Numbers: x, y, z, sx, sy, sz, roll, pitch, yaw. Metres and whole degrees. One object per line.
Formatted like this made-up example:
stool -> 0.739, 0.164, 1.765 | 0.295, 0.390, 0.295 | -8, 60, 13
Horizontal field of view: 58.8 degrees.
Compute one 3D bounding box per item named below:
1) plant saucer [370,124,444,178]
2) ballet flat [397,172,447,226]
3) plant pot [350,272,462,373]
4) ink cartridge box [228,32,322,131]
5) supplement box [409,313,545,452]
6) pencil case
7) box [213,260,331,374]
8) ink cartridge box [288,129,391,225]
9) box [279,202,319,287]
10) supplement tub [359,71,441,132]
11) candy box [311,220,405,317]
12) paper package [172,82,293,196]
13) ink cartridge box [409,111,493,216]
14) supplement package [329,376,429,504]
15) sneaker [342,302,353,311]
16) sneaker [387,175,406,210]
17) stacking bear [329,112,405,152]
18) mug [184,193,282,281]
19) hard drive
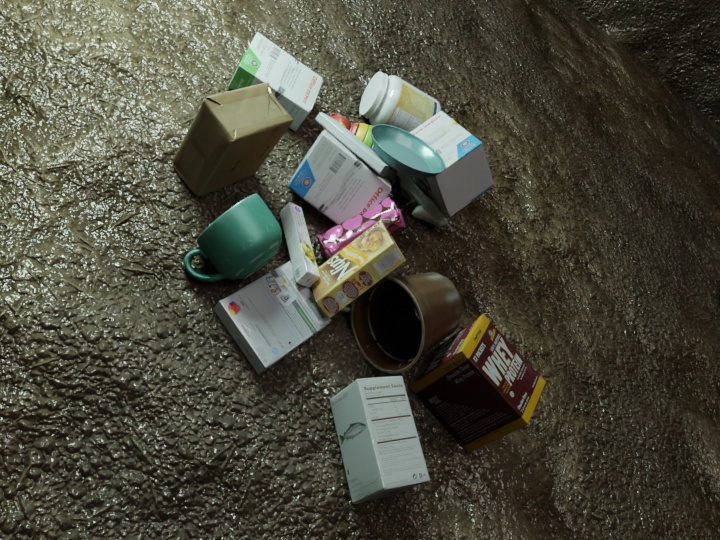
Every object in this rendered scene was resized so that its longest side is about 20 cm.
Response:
plant saucer -> 0.105, -0.273, 1.499 | 0.195, 0.036, 0.202 | 21, 32, -13
ballet flat -> 0.143, -0.181, 1.675 | 0.201, 0.072, 0.072 | 49, 46, 3
plant pot -> 0.111, 0.094, 1.388 | 0.196, 0.200, 0.204 | -15, 71, -49
ink cartridge box -> -0.205, -0.460, 1.568 | 0.197, 0.084, 0.149 | 31, 48, -17
supplement box -> 0.250, 0.246, 1.378 | 0.200, 0.197, 0.133 | 46, 45, -1
pencil case -> 0.002, -0.085, 1.409 | 0.092, 0.196, 0.094 | 60, 1, -26
box -> -0.171, 0.089, 1.273 | 0.157, 0.041, 0.199 | 53, 44, 4
ink cartridge box -> -0.047, -0.200, 1.467 | 0.198, 0.148, 0.086 | 35, 14, -14
box -> -0.131, -0.057, 1.364 | 0.038, 0.041, 0.204 | 23, 37, -42
supplement tub -> 0.108, -0.439, 1.747 | 0.196, 0.144, 0.148 | 23, 50, -22
candy box -> -0.011, -0.005, 1.323 | 0.056, 0.198, 0.116 | 51, 6, -29
paper package -> -0.265, -0.271, 1.323 | 0.104, 0.200, 0.189 | 52, 45, 5
ink cartridge box -> 0.219, -0.278, 1.642 | 0.201, 0.145, 0.147 | 54, -4, 46
supplement package -> 0.033, 0.321, 1.224 | 0.115, 0.117, 0.205 | 2, 61, -35
sneaker -> 0.000, 0.000, 1.426 | 0.075, 0.087, 0.203 | 37, 48, -13
sneaker -> 0.040, -0.206, 1.566 | 0.198, 0.115, 0.081 | 38, 45, -10
stacking bear -> -0.001, -0.324, 1.620 | 0.196, 0.124, 0.114 | 26, 7, -8
mug -> -0.238, -0.047, 1.251 | 0.115, 0.183, 0.152 | 52, 22, -3
hard drive -> -0.006, -0.288, 1.485 | 0.199, 0.027, 0.132 | 42, 12, 11
